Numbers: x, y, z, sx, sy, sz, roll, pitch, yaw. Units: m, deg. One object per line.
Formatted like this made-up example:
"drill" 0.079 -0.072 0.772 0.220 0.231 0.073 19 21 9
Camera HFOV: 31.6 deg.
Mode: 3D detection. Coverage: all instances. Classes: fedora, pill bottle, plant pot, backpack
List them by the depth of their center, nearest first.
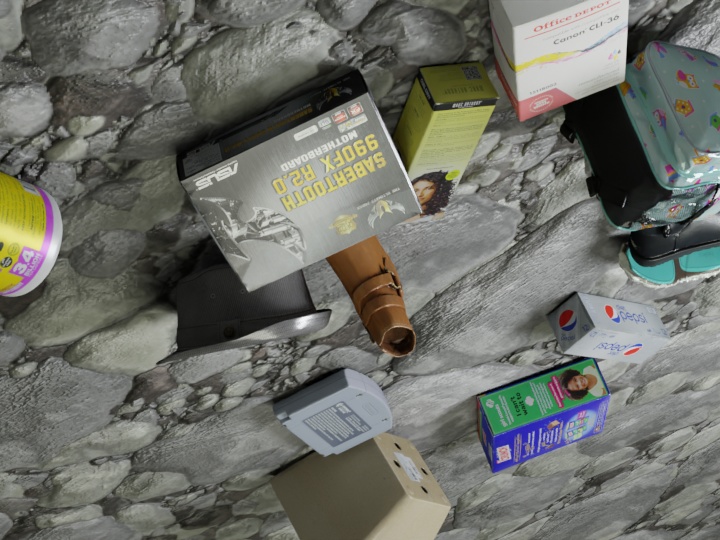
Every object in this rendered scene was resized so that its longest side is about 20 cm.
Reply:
"pill bottle" -0.361 -0.049 1.093 0.104 0.105 0.199 -35 148 23
"backpack" 0.334 -0.142 1.339 0.199 0.177 0.153 2 148 -43
"fedora" -0.132 0.036 1.374 0.198 0.091 0.177 -11 -179 24
"plant pot" 0.017 0.357 1.952 0.177 0.200 0.199 -43 146 14

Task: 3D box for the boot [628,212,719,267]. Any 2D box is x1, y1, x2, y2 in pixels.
"boot" 0.421 -0.091 1.580 0.198 0.077 0.169 -23 151 0

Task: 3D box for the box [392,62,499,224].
"box" 0.073 -0.126 1.315 0.074 0.050 0.201 -10 148 -21

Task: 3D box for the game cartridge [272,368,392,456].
"game cartridge" -0.030 0.202 1.807 0.132 0.042 0.200 -30 150 5

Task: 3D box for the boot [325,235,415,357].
"boot" 0.000 0.000 1.366 0.073 0.156 0.200 -29 150 15

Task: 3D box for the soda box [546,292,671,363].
"soda box" 0.362 0.085 1.848 0.199 0.064 0.068 9 137 -44

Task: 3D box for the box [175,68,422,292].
"box" -0.058 -0.084 1.245 0.198 0.049 0.159 -24 129 4

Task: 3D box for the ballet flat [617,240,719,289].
"ballet flat" 0.412 -0.007 1.733 0.198 0.072 0.072 0 145 -34

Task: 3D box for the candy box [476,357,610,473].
"candy box" 0.288 0.231 2.029 0.198 0.078 0.170 -20 152 -6

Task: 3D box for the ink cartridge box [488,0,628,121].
"ink cartridge box" 0.184 -0.235 1.187 0.115 0.068 0.200 -22 153 0
